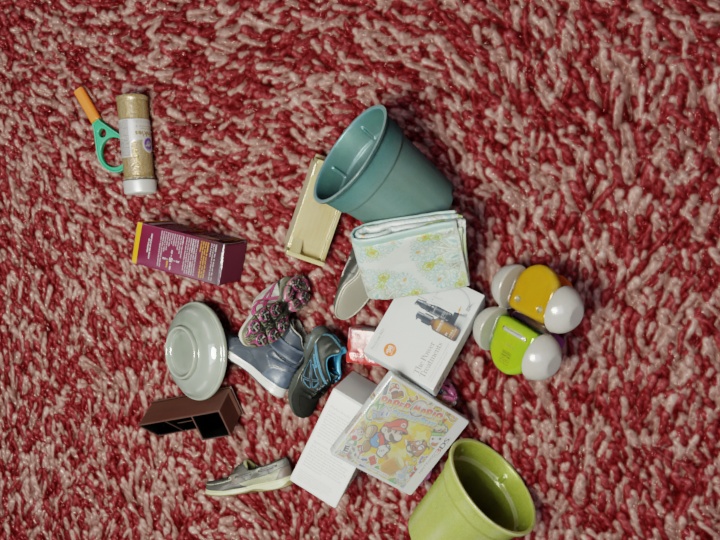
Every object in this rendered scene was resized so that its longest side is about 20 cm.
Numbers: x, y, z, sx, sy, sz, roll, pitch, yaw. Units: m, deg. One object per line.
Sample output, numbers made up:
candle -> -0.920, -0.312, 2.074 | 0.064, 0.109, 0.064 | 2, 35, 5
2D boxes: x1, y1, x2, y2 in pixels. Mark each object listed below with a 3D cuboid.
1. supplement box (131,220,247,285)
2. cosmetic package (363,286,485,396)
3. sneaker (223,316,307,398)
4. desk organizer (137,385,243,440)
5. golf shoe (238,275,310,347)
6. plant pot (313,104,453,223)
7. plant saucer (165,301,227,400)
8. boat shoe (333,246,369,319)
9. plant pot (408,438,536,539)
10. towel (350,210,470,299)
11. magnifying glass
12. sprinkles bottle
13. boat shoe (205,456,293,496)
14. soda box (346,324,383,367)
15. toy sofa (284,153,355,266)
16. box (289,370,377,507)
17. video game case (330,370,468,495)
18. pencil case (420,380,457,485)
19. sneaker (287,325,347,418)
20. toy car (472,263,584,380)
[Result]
supplement box -> -0.346, -0.038, 1.436 | 0.197, 0.110, 0.087 | 14, 99, 13
cosmetic package -> 0.120, 0.105, 1.304 | 0.149, 0.052, 0.202 | 25, 73, 22
sneaker -> -0.197, 0.138, 1.432 | 0.201, 0.077, 0.148 | 34, 98, 14
desk organizer -> -0.355, 0.310, 1.475 | 0.197, 0.077, 0.073 | -13, 114, 15
golf shoe -> -0.178, 0.083, 1.368 | 0.091, 0.200, 0.074 | -7, 116, 35
plant pot -> 0.051, -0.154, 1.263 | 0.195, 0.201, 0.201 | 33, 105, -25
plant saucer -> -0.350, 0.166, 1.444 | 0.198, 0.050, 0.204 | 0, 90, 41
boat shoe -> 0.000, 0.000, 1.384 | 0.066, 0.057, 0.202 | 19, 106, -24
plant pot -> 0.190, 0.451, 1.311 | 0.200, 0.200, 0.185 | 42, 115, 7
towel -> 0.092, -0.021, 1.242 | 0.196, 0.049, 0.173 | -8, 136, 8
magnifying glass -> -0.555, -0.302, 1.514 | 0.079, 0.022, 0.202 | -31, 86, 15
sprinkles bottle -> -0.467, -0.261, 1.470 | 0.067, 0.068, 0.204 | -3, 94, 15
boat shoe -> -0.232, 0.427, 1.472 | 0.197, 0.072, 0.067 | -12, 82, 15
soda box -> 0.075, 0.153, 1.366 | 0.196, 0.063, 0.071 | 7, 95, 15
toy sofa -> -0.081, -0.119, 1.384 | 0.082, 0.098, 0.203 | 18, 100, -13
box -> -0.031, 0.320, 1.363 | 0.105, 0.152, 0.202 | 28, 100, 10
video game case -> 0.073, 0.297, 1.272 | 0.199, 0.023, 0.183 | 34, 98, -26
pencil case -> 0.119, 0.307, 1.361 | 0.082, 0.086, 0.203 | 13, 101, -26
sneaker -> -0.085, 0.213, 1.388 | 0.081, 0.073, 0.203 | 30, 116, 32
toy car -> 0.313, 0.094, 1.261 | 0.174, 0.149, 0.203 | 30, 100, 45
